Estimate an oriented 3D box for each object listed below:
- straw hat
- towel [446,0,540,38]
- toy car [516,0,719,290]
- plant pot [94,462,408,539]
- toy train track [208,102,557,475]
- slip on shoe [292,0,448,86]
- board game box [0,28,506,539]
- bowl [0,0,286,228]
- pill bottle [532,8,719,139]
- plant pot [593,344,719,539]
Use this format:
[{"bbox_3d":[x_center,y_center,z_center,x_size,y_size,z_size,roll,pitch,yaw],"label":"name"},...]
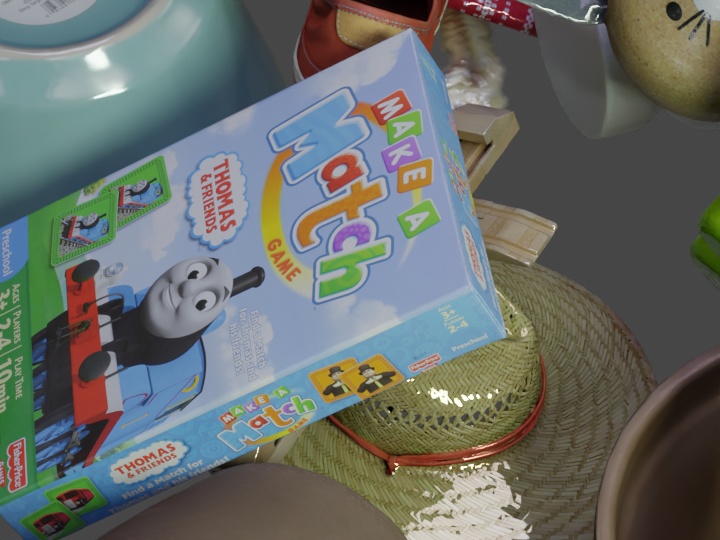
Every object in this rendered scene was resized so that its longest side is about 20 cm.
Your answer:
[{"bbox_3d":[0.027,0.034,0.970,0.201,0.085,0.201,-1,50,1],"label":"straw hat"},{"bbox_3d":[0.019,-0.185,1.149,0.200,0.023,0.145,17,48,-8],"label":"towel"},{"bbox_3d":[0.152,-0.103,0.950,0.200,0.158,0.164,43,89,9],"label":"toy car"},{"bbox_3d":[-0.058,0.159,0.826,0.200,0.201,0.175,19,36,16],"label":"plant pot"},{"bbox_3d":[0.000,0.000,0.929,0.115,0.033,0.200,14,55,36],"label":"toy train track"},{"bbox_3d":[0.008,-0.135,1.040,0.074,0.061,0.200,16,36,-7],"label":"slip on shoe"},{"bbox_3d":[-0.051,0.005,0.913,0.200,0.037,0.151,-25,42,13],"label":"board game box"},{"bbox_3d":[-0.133,-0.101,1.074,0.200,0.105,0.201,0,51,0],"label":"bowl"},{"bbox_3d":[0.186,-0.129,1.079,0.200,0.116,0.116,-15,52,-11],"label":"pill bottle"},{"bbox_3d":[0.187,0.123,0.889,0.200,0.093,0.201,-1,50,2],"label":"plant pot"}]
